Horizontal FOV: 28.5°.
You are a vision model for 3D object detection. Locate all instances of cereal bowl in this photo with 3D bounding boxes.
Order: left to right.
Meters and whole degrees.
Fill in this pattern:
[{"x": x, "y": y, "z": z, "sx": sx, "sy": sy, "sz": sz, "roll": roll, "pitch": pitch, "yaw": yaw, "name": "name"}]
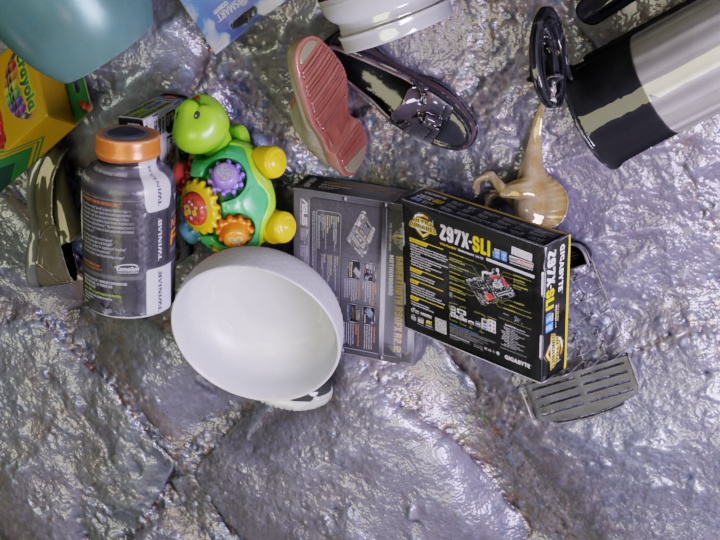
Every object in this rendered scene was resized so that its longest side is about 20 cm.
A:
[{"x": -0.112, "y": 0.050, "z": 1.629, "sx": 0.198, "sy": 0.084, "sz": 0.202, "roll": 6, "pitch": 127, "yaw": 8, "name": "cereal bowl"}]

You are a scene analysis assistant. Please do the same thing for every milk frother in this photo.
[{"x": 0.276, "y": -0.207, "z": 1.369, "sx": 0.187, "sy": 0.200, "sz": 0.182, "roll": -27, "pitch": 95, "yaw": 28, "name": "milk frother"}]

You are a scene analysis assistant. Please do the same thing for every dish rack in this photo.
[{"x": 0.218, "y": 0.075, "z": 1.580, "sx": 0.152, "sy": 0.054, "sz": 0.202, "roll": -20, "pitch": 95, "yaw": 29, "name": "dish rack"}]

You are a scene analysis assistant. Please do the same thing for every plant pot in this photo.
[{"x": -0.326, "y": -0.310, "z": 1.587, "sx": 0.199, "sy": 0.201, "sz": 0.162, "roll": -23, "pitch": 113, "yaw": 28, "name": "plant pot"}]

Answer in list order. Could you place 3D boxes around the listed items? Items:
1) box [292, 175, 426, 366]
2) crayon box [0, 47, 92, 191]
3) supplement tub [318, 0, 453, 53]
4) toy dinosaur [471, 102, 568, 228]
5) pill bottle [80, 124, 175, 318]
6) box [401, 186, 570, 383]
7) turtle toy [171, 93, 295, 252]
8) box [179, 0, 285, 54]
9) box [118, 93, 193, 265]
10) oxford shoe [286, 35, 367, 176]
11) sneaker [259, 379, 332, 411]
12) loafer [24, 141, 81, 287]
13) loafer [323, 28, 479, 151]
[{"x": 0.000, "y": 0.000, "z": 1.651, "sx": 0.157, "sy": 0.048, "sz": 0.202, "roll": 9, "pitch": 114, "yaw": 19, "name": "box"}, {"x": -0.413, "y": -0.196, "z": 1.713, "sx": 0.199, "sy": 0.051, "sz": 0.128, "roll": -35, "pitch": 60, "yaw": 29, "name": "crayon box"}, {"x": 0.007, "y": -0.340, "z": 1.461, "sx": 0.139, "sy": 0.140, "sz": 0.202, "roll": -14, "pitch": 104, "yaw": 26, "name": "supplement tub"}, {"x": 0.177, "y": -0.083, "z": 1.543, "sx": 0.100, "sy": 0.058, "sz": 0.202, "roll": -3, "pitch": 84, "yaw": 23, "name": "toy dinosaur"}, {"x": -0.257, "y": -0.057, "z": 1.577, "sx": 0.105, "sy": 0.106, "sz": 0.202, "roll": 11, "pitch": 114, "yaw": 18, "name": "pill bottle"}, {"x": 0.131, "y": 0.013, "z": 1.524, "sx": 0.199, "sy": 0.049, "sz": 0.161, "roll": 20, "pitch": 122, "yaw": 39, "name": "box"}, {"x": -0.162, "y": -0.104, "z": 1.626, "sx": 0.145, "sy": 0.101, "sz": 0.202, "roll": 4, "pitch": 108, "yaw": 41, "name": "turtle toy"}, {"x": -0.170, "y": -0.359, "z": 1.580, "sx": 0.121, "sy": 0.048, "sz": 0.201, "roll": -31, "pitch": 97, "yaw": 30, "name": "box"}, {"x": -0.240, "y": -0.097, "z": 1.679, "sx": 0.034, "sy": 0.110, "sz": 0.202, "roll": 9, "pitch": 113, "yaw": 19, "name": "box"}, {"x": -0.054, "y": -0.180, "z": 1.550, "sx": 0.073, "sy": 0.071, "sz": 0.201, "roll": 22, "pitch": 151, "yaw": 30, "name": "oxford shoe"}, {"x": -0.121, "y": 0.099, "z": 1.726, "sx": 0.198, "sy": 0.076, "sz": 0.088, "roll": 24, "pitch": 118, "yaw": 12, "name": "sneaker"}, {"x": -0.375, "y": -0.070, "z": 1.775, "sx": 0.069, "sy": 0.075, "sz": 0.202, "roll": 10, "pitch": 117, "yaw": 4, "name": "loafer"}, {"x": 0.037, "y": -0.190, "z": 1.552, "sx": 0.199, "sy": 0.063, "sz": 0.072, "roll": 37, "pitch": 120, "yaw": 6, "name": "loafer"}]
